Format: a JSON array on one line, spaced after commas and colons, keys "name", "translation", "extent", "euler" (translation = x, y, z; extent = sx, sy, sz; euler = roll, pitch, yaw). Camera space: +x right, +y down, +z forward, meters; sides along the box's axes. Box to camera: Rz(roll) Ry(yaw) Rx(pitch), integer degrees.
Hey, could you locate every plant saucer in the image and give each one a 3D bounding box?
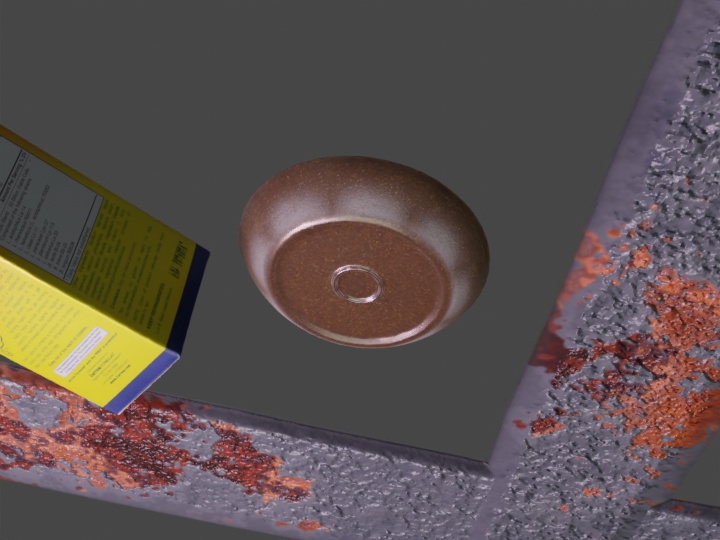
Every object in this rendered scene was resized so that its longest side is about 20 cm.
[{"name": "plant saucer", "translation": [0.000, 0.000, 0.863], "extent": [0.196, 0.037, 0.202], "euler": [6, 138, 6]}]

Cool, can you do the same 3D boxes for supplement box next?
[{"name": "supplement box", "translation": [-0.232, 0.001, 0.854], "extent": [0.198, 0.110, 0.109], "euler": [32, 133, -22]}]
